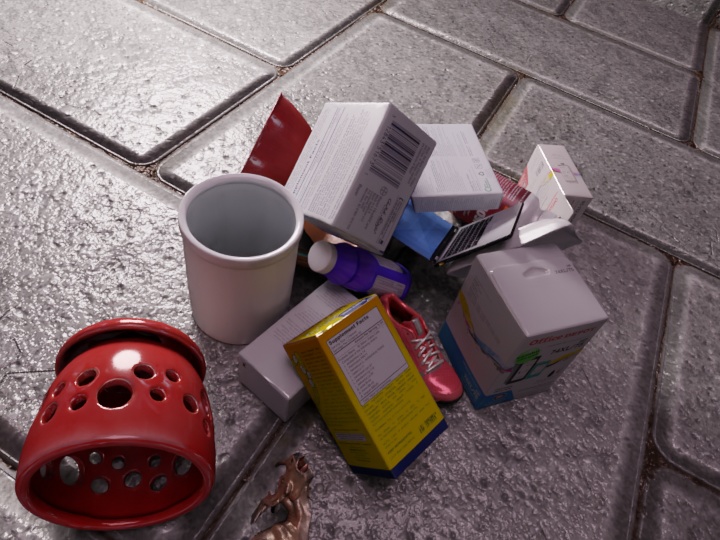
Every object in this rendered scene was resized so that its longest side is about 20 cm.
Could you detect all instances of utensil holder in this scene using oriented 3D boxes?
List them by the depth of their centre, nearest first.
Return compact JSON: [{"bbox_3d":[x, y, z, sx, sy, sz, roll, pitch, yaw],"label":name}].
[{"bbox_3d":[-0.176,-0.010,0.816,0.167,0.201,0.172,7,47,-8],"label":"utensil holder"}]

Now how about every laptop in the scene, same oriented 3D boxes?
[{"bbox_3d":[0.144,-0.095,0.902,0.117,0.198,0.187,62,29,-10],"label":"laptop"}]

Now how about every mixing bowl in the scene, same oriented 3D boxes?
[{"bbox_3d":[-0.148,-0.210,1.022,0.107,0.200,0.202,28,46,-15],"label":"mixing bowl"}]

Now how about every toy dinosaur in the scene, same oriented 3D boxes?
[{"bbox_3d":[-0.108,0.324,0.629,0.199,0.086,0.135,-39,55,-19],"label":"toy dinosaur"}]

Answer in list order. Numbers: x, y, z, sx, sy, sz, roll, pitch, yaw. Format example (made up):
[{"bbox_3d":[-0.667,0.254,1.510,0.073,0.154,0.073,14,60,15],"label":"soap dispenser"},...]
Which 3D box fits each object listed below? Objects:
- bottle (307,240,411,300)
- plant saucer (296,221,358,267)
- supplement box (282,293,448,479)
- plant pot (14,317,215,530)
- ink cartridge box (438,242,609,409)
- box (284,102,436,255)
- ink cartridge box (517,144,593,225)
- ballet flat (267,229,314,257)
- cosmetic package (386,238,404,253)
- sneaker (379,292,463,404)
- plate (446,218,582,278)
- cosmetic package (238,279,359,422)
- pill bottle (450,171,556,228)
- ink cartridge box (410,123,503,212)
[{"bbox_3d":[0.000,0.000,0.872,0.083,0.066,0.199,27,5,39],"label":"bottle"},{"bbox_3d":[-0.056,-0.081,0.979,0.197,0.038,0.202,-8,50,9],"label":"plant saucer"},{"bbox_3d":[0.005,0.152,0.725,0.108,0.109,0.202,-31,94,-34],"label":"supplement box"},{"bbox_3d":[-0.267,0.172,0.643,0.197,0.202,0.184,1,43,-13],"label":"plant pot"},{"bbox_3d":[0.234,0.084,0.834,0.145,0.201,0.147,-9,52,-20],"label":"ink cartridge box"},{"bbox_3d":[-0.012,-0.145,0.837,0.104,0.186,0.199,27,0,-35],"label":"box"},{"bbox_3d":[0.401,-0.150,1.135,0.066,0.117,0.202,2,50,-12],"label":"ink cartridge box"},{"bbox_3d":[-0.153,-0.079,0.927,0.198,0.069,0.068,18,11,28],"label":"ballet flat"},{"bbox_3d":[0.037,-0.137,1.064,0.104,0.072,0.200,-22,58,-30],"label":"cosmetic package"},{"bbox_3d":[0.083,0.117,0.845,0.073,0.087,0.200,-27,61,-31],"label":"sneaker"},{"bbox_3d":[0.253,-0.034,0.902,0.199,0.198,0.033,8,62,-63],"label":"plate"},{"bbox_3d":[-0.076,0.112,0.821,0.101,0.072,0.200,36,51,19],"label":"cosmetic package"},{"bbox_3d":[0.274,-0.121,1.080,0.199,0.114,0.113,33,50,16],"label":"pill bottle"},{"bbox_3d":[0.119,-0.178,0.937,0.197,0.044,0.198,-3,49,-7],"label":"ink cartridge box"}]
